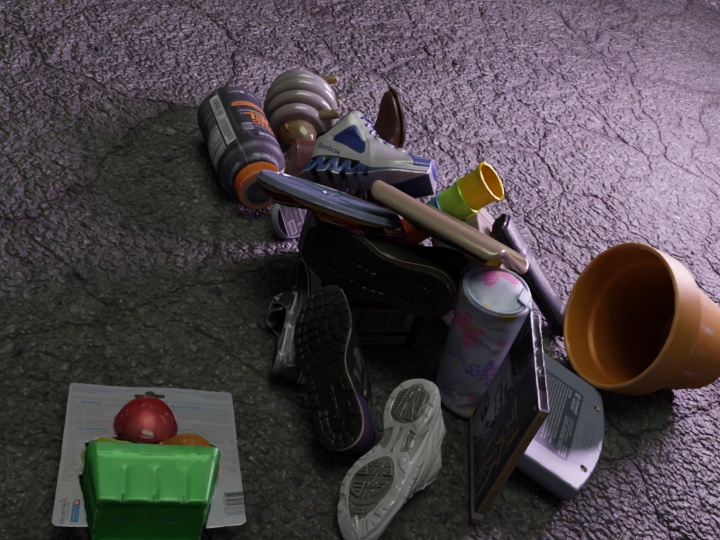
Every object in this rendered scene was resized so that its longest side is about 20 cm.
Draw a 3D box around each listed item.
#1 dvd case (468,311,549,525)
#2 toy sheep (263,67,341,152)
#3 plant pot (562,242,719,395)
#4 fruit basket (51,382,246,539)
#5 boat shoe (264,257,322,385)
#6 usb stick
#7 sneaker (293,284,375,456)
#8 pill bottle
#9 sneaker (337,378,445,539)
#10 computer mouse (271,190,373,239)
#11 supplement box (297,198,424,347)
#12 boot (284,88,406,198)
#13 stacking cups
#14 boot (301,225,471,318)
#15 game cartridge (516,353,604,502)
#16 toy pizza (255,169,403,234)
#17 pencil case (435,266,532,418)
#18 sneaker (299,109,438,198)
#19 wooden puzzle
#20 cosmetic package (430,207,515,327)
[{"bbox_3d":[0.162,0.168,0.976,0.016,0.202,0.150,15,39,-6],"label":"dvd case"},{"bbox_3d":[-0.096,-0.267,1.424,0.135,0.139,0.202,10,44,-12],"label":"toy sheep"},{"bbox_3d":[0.418,0.084,1.205,0.181,0.201,0.202,18,35,-29],"label":"plant pot"},{"bbox_3d":[-0.217,0.192,0.895,0.182,0.095,0.201,6,25,-18],"label":"fruit basket"},{"bbox_3d":[-0.089,0.057,1.106,0.066,0.072,0.203,11,47,-13],"label":"boat shoe"},{"bbox_3d":[0.249,0.008,1.246,0.201,0.032,0.056,56,24,-17],"label":"usb stick"},{"bbox_3d":[-0.026,0.121,1.022,0.074,0.088,0.204,-15,64,16],"label":"sneaker"},{"bbox_3d":[-0.177,-0.183,1.312,0.104,0.107,0.202,-3,45,-26],"label":"pill bottle"},{"bbox_3d":[0.049,0.227,0.959,0.077,0.100,0.201,8,52,40],"label":"sneaker"},{"bbox_3d":[-0.060,-0.117,1.297,0.198,0.111,0.044,-30,31,-27],"label":"computer mouse"},{"bbox_3d":[0.000,0.000,1.178,0.128,0.104,0.202,1,44,-21],"label":"supplement box"},{"bbox_3d":[-0.030,-0.199,1.355,0.196,0.191,0.064,1,2,-22],"label":"boot"},{"bbox_3d":[0.109,-0.084,1.239,0.060,0.198,0.061,33,42,-37],"label":"stacking cups"},{"bbox_3d":[0.037,-0.011,1.087,0.197,0.079,0.138,26,25,12],"label":"boot"},{"bbox_3d":[0.244,0.195,1.095,0.132,0.042,0.200,38,37,1],"label":"game cartridge"},{"bbox_3d":[-0.041,-0.082,1.093,0.197,0.032,0.200,19,9,-3],"label":"toy pizza"},{"bbox_3d":[0.150,0.092,1.064,0.090,0.203,0.083,32,46,27],"label":"pencil case"},{"bbox_3d":[0.014,-0.173,1.232,0.195,0.081,0.117,4,66,10],"label":"sneaker"},{"bbox_3d":[0.115,-0.047,1.094,0.183,0.038,0.199,31,8,21],"label":"wooden puzzle"},{"bbox_3d":[0.165,0.006,1.226,0.103,0.087,0.202,42,28,-32],"label":"cosmetic package"}]
